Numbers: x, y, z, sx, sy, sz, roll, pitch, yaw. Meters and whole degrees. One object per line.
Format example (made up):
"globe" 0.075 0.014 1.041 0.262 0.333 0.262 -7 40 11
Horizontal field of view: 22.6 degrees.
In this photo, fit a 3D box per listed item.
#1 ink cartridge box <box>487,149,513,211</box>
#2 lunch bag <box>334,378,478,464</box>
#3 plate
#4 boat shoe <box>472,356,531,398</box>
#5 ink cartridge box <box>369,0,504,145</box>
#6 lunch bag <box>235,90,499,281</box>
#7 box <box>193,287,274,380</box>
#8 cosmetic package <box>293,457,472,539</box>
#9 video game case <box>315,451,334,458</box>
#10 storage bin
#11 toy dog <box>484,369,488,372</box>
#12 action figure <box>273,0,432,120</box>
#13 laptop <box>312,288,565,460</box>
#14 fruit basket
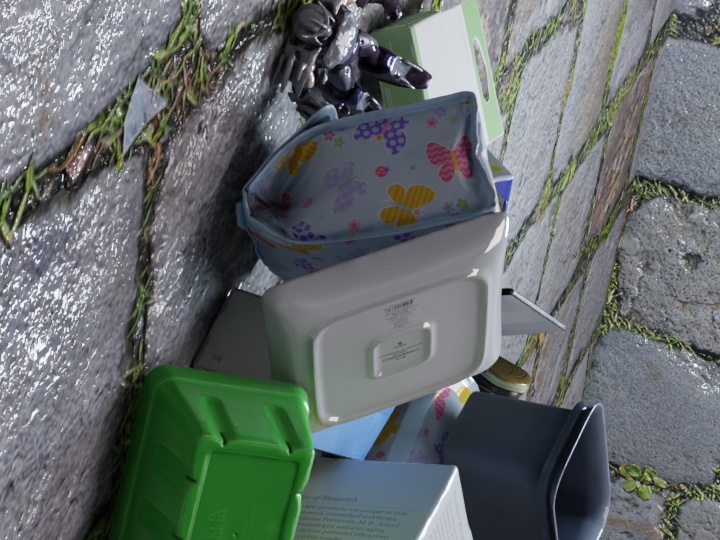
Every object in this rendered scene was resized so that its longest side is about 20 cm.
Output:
"ink cartridge box" 0.110 -0.031 1.887 0.200 0.047 0.199 -128 -139 -52
"lunch bag" 0.043 0.187 1.852 0.200 0.126 0.171 93 20 -66
"plate" 0.026 0.052 1.393 0.201 0.198 0.032 87 -19 -53
"boat shoe" 0.126 0.118 1.935 0.200 0.073 0.065 -146 -104 -74
"ink cartridge box" 0.075 -0.174 1.709 0.200 0.048 0.147 -40 120 -65
"lunch bag" 0.007 -0.054 1.430 0.170 0.198 0.128 67 11 -71
"box" -0.081 0.104 1.509 0.200 0.068 0.083 81 31 -60
"cosmetic package" -0.007 0.287 1.551 0.200 0.165 0.169 -54 138 -54
"video game case" -0.026 0.190 1.898 0.200 0.022 0.183 61 48 -70
"storage bin" 0.166 0.203 1.798 0.146 0.133 0.201 -58 152 -33
"toy dog" 0.082 0.023 1.709 0.132 0.095 0.202 -87 -176 -71
"action figure" -0.009 -0.175 1.460 0.131 0.069 0.200 -55 160 1
"laptop" 0.061 0.094 1.548 0.187 0.198 0.117 28 59 -68
"fruit basket" -0.115 0.172 1.383 0.215 0.154 0.218 -170 -90 -67
